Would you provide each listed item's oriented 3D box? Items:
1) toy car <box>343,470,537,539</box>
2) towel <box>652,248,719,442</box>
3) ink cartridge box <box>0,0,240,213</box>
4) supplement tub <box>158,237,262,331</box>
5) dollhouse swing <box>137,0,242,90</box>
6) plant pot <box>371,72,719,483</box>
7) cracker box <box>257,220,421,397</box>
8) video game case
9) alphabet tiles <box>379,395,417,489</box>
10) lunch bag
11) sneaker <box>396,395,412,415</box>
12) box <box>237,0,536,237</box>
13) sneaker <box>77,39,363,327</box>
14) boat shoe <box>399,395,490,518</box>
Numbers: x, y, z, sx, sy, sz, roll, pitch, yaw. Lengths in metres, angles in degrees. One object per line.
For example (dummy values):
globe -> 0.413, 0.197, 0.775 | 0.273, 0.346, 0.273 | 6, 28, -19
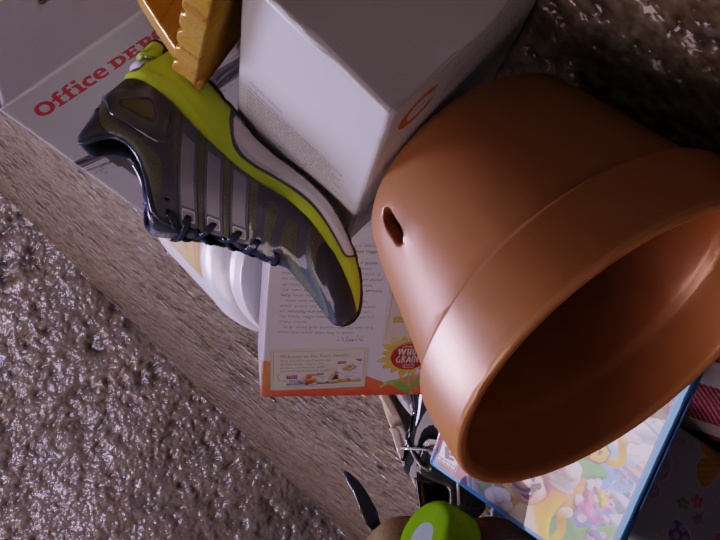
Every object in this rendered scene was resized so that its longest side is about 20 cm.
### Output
toy car -> 0.057, 0.219, 0.889 | 0.164, 0.158, 0.200 | 34, -170, -26
towel -> 0.192, 0.041, 0.778 | 0.144, 0.023, 0.200 | 16, 150, 55
ink cartridge box -> -0.137, -0.127, 0.816 | 0.200, 0.145, 0.084 | 40, -157, -55
supplement tub -> -0.077, -0.035, 0.970 | 0.145, 0.145, 0.200 | 55, 170, -33
dollhouse swing -> -0.098, -0.230, 0.583 | 0.176, 0.182, 0.200 | 35, 165, -5
plant pot -> 0.097, -0.006, 0.619 | 0.140, 0.200, 0.200 | 53, 171, 32
cracker box -> 0.000, 0.000, 0.819 | 0.058, 0.134, 0.200 | -99, 13, -47
video game case -> 0.127, 0.080, 0.747 | 0.143, 0.018, 0.200 | 32, 123, 28
alphabet tiles -> 0.032, 0.129, 1.213 | 0.196, 0.015, 0.200 | 65, -174, -50
lunch bag -> 0.202, 0.183, 0.891 | 0.169, 0.127, 0.200 | 32, 157, 1
sneaker -> 0.072, 0.129, 1.182 | 0.200, 0.075, 0.114 | 48, 163, -12
box -> 0.010, -0.116, 0.642 | 0.097, 0.124, 0.200 | 43, 164, 6
sneaker -> -0.079, -0.036, 0.689 | 0.200, 0.081, 0.074 | 45, 165, 5
boat shoe -> 0.070, 0.161, 1.071 | 0.072, 0.068, 0.200 | 39, 151, 49
